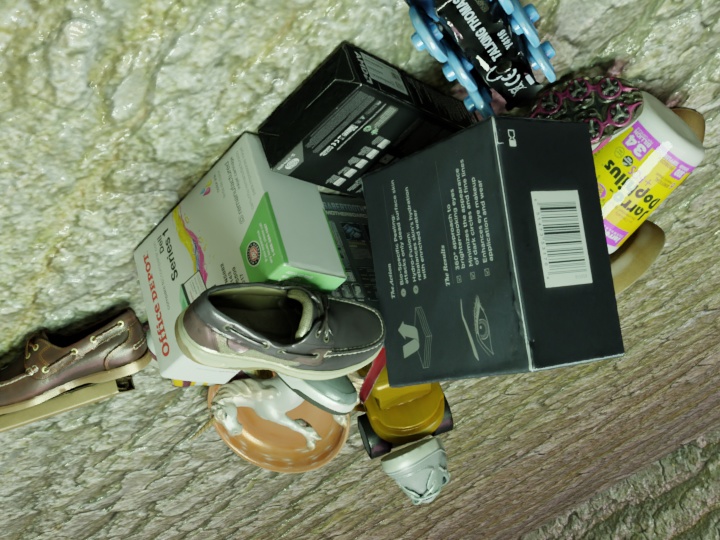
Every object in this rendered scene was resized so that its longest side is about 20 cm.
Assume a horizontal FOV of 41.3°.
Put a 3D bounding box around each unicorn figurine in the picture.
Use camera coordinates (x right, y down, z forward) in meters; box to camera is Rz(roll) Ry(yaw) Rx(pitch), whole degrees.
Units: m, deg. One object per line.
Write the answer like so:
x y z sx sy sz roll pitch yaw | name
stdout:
-0.088 0.155 1.136 0.200 0.074 0.137 -45 113 9 | unicorn figurine

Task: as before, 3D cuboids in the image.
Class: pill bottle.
0.275 -0.090 1.056 0.103 0.105 0.201 8 130 -44 | pill bottle

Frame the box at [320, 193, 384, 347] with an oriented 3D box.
0.000 0.000 0.993 0.197 0.160 0.051 3 147 -41 | box

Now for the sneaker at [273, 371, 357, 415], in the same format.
-0.053 0.051 1.042 0.121 0.200 0.084 -48 175 23 | sneaker

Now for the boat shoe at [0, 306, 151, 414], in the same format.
-0.330 0.094 1.039 0.196 0.071 0.072 -19 116 -8 | boat shoe

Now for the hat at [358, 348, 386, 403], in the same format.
0.074 0.069 1.151 0.196 0.179 0.166 -20 154 -1 | hat

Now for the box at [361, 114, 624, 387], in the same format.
0.108 -0.010 0.836 0.115 0.202 0.199 -4 173 -34 | box

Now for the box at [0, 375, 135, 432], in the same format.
-0.366 0.161 1.108 0.196 0.022 0.163 -18 177 -8 | box

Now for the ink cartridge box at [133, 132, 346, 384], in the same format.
-0.121 -0.005 0.908 0.083 0.147 0.199 11 139 -45 | ink cartridge box

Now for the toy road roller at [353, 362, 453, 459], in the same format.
0.040 0.125 1.218 0.120 0.202 0.147 -17 145 -9 | toy road roller

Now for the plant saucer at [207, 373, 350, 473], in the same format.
-0.107 0.183 1.281 0.195 0.038 0.204 5 120 9 | plant saucer

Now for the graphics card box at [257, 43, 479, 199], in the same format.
0.015 -0.125 0.895 0.125 0.052 0.198 -38 150 31 | graphics card box

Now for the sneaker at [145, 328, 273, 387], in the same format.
-0.185 0.106 1.152 0.089 0.076 0.200 -30 142 18 | sneaker

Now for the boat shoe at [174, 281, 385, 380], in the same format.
-0.057 0.046 0.811 0.196 0.073 0.065 6 147 -30 | boat shoe

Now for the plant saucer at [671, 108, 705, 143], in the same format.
0.335 -0.117 1.163 0.196 0.036 0.201 -17 153 -9 | plant saucer

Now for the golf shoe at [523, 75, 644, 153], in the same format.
0.199 -0.138 0.992 0.197 0.074 0.092 -21 161 23 | golf shoe

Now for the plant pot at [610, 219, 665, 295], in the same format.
0.268 -0.008 1.145 0.198 0.028 0.201 -32 -164 10 | plant pot

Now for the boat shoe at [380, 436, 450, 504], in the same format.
0.079 0.252 1.194 0.069 0.073 0.201 -22 167 11 | boat shoe

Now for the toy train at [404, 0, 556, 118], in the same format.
0.085 -0.199 0.737 0.086 0.116 0.199 -32 151 16 | toy train
